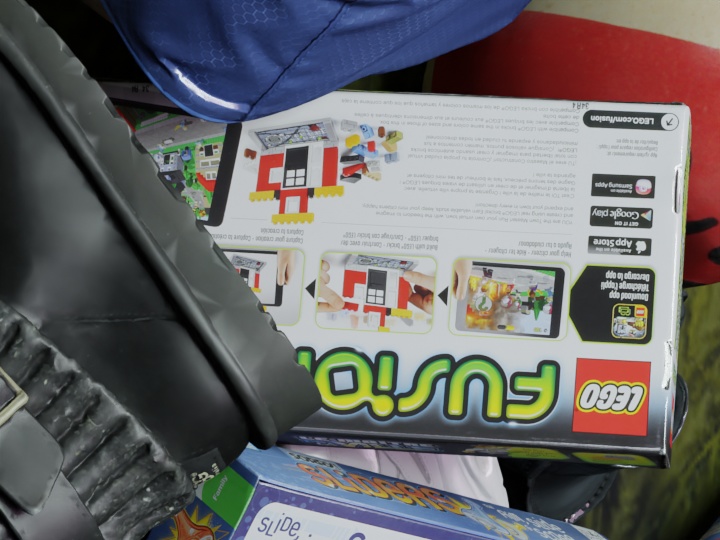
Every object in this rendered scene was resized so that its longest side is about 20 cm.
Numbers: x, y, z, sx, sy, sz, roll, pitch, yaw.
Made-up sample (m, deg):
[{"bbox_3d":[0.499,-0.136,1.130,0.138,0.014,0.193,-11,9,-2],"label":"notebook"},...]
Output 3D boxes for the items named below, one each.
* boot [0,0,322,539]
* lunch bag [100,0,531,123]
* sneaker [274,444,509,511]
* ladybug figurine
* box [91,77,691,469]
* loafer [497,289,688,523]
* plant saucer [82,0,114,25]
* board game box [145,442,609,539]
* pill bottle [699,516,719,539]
[{"bbox_3d":[-0.129,0.009,0.778,0.158,0.079,0.211,-36,79,-10],"label":"boot"},{"bbox_3d":[0.012,-0.146,0.817,0.200,0.132,0.136,-26,80,-45],"label":"lunch bag"},{"bbox_3d":[-0.017,0.032,0.899,0.099,0.078,0.201,-31,107,-41],"label":"sneaker"},{"bbox_3d":[0.091,-0.043,0.937,0.136,0.200,0.072,45,65,-25],"label":"ladybug figurine"},{"bbox_3d":[0.000,0.000,0.842,0.035,0.199,0.111,56,38,-76],"label":"box"},{"bbox_3d":[0.077,0.045,0.938,0.068,0.070,0.201,-36,155,-18],"label":"loafer"},{"bbox_3d":[-0.054,-0.152,0.885,0.199,0.029,0.201,18,61,-36],"label":"plant saucer"},{"bbox_3d":[-0.002,0.135,0.884,0.200,0.034,0.136,20,101,-45],"label":"board game box"},{"bbox_3d":[0.211,0.112,1.105,0.200,0.112,0.113,-42,115,-41],"label":"pill bottle"}]
